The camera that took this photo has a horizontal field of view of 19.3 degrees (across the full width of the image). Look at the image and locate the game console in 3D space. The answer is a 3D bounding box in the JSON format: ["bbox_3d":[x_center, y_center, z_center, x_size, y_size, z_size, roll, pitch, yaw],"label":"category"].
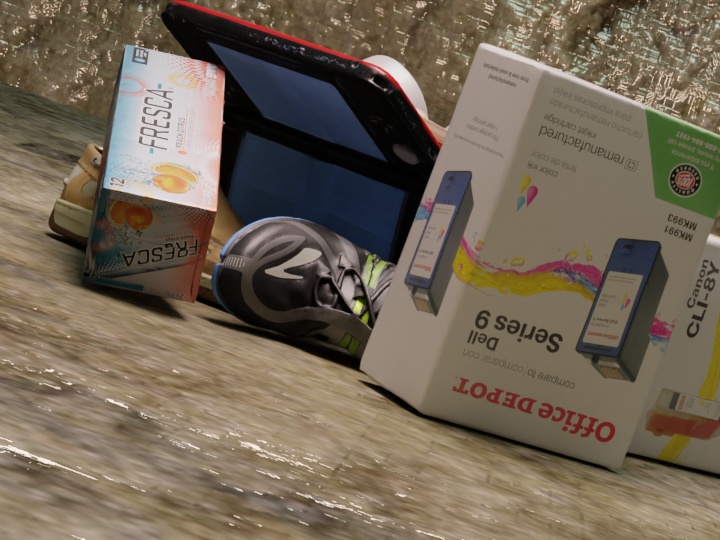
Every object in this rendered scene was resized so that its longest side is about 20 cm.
[{"bbox_3d":[-0.050,-0.060,1.352,0.199,0.119,0.172,22,-19,37],"label":"game console"}]

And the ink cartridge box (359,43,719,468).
[{"bbox_3d":[0.106,-0.006,1.191,0.145,0.201,0.087,18,7,-28],"label":"ink cartridge box"}]

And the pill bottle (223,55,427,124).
[{"bbox_3d":[-0.047,-0.092,1.616,0.199,0.111,0.110,-29,34,-32],"label":"pill bottle"}]

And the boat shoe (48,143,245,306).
[{"bbox_3d":[-0.108,-0.029,1.344,0.199,0.077,0.072,22,3,21],"label":"boat shoe"}]

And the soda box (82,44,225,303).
[{"bbox_3d":[-0.120,-0.061,1.255,0.068,0.064,0.200,12,28,-8],"label":"soda box"}]

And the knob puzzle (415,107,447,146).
[{"bbox_3d":[0.050,-0.081,1.424,0.219,0.031,0.220,26,-8,4],"label":"knob puzzle"}]

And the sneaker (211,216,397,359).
[{"bbox_3d":[0.005,0.020,1.261,0.199,0.071,0.083,21,-3,-25],"label":"sneaker"}]

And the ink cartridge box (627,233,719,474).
[{"bbox_3d":[0.203,0.047,1.359,0.199,0.146,0.083,16,7,-41],"label":"ink cartridge box"}]

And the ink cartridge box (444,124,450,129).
[{"bbox_3d":[0.094,-0.064,1.718,0.144,0.200,0.085,-14,70,-53],"label":"ink cartridge box"}]
